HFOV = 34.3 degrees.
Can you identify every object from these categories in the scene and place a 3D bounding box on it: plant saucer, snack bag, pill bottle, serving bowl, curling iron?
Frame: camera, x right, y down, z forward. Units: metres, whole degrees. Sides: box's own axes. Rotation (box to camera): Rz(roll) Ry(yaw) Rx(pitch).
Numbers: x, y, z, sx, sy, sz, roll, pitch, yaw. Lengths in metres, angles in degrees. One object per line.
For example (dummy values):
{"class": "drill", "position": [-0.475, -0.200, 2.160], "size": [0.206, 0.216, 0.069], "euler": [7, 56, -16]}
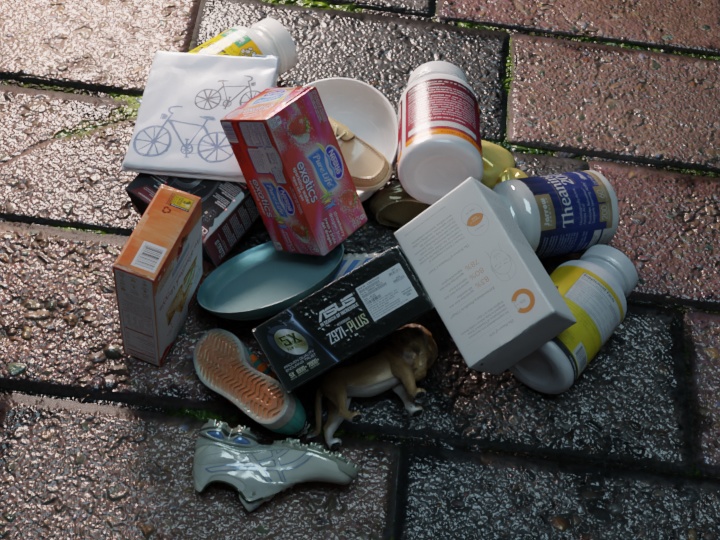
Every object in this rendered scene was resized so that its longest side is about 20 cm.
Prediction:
{"class": "plant saucer", "position": [-0.112, 0.011, 1.506], "size": [0.200, 0.027, 0.200], "euler": [-16, 24, 8]}
{"class": "snack bag", "position": [-0.214, -0.213, 1.578], "size": [0.188, 0.021, 0.201], "euler": [4, 65, 9]}
{"class": "pill bottle", "position": [0.276, 0.058, 1.521], "size": [0.112, 0.112, 0.200], "euler": [35, 59, 17]}
{"class": "pill bottle", "position": [0.106, -0.192, 1.578], "size": [0.113, 0.113, 0.200], "euler": [5, 45, -3]}
{"class": "pill bottle", "position": [0.237, -0.071, 1.566], "size": [0.199, 0.111, 0.111], "euler": [-9, 56, -26]}
{"class": "serving bowl", "position": [-0.036, -0.169, 1.654], "size": [0.199, 0.066, 0.201], "euler": [-5, 67, 11]}
{"class": "curling iron", "position": [-0.097, 0.082, 1.515], "size": [0.199, 0.026, 0.050], "euler": [15, 49, 6]}
{"class": "pill bottle", "position": [-0.192, -0.286, 1.703], "size": [0.200, 0.113, 0.113], "euler": [-37, 67, -27]}

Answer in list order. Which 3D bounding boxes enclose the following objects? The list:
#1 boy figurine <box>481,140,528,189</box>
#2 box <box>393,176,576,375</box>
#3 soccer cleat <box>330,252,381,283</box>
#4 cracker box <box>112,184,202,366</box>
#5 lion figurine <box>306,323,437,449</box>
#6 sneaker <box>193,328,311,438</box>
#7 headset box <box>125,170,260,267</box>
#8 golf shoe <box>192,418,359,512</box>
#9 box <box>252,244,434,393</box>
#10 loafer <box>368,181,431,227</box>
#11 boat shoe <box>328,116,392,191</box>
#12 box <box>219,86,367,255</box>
{"class": "boy figurine", "position": [0.174, -0.153, 1.682], "size": [0.200, 0.065, 0.124], "euler": [38, 35, 15]}
{"class": "box", "position": [0.151, 0.008, 1.425], "size": [0.124, 0.097, 0.200], "euler": [-36, 66, 17]}
{"class": "soccer cleat", "position": [0.000, 0.000, 1.555], "size": [0.200, 0.070, 0.086], "euler": [-24, 60, -21]}
{"class": "cracker box", "position": [-0.246, 0.010, 1.443], "size": [0.058, 0.200, 0.134], "euler": [20, 56, 6]}
{"class": "lion figurine", "position": [0.011, 0.138, 1.464], "size": [0.199, 0.073, 0.123], "euler": [-16, 49, -11]}
{"class": "sneaker", "position": [-0.135, 0.146, 1.446], "size": [0.071, 0.080, 0.200], "euler": [-47, 47, -5]}
{"class": "headset box", "position": [-0.205, -0.114, 1.582], "size": [0.149, 0.077, 0.200], "euler": [33, 73, 21]}
{"class": "golf shoe", "position": [-0.103, 0.243, 1.392], "size": [0.199, 0.078, 0.098], "euler": [11, 75, 5]}
{"class": "box", "position": [-0.018, 0.058, 1.412], "size": [0.200, 0.164, 0.086], "euler": [-30, 87, 1]}
{"class": "loafer", "position": [0.111, -0.074, 1.614], "size": [0.199, 0.076, 0.068], "euler": [4, 56, -6]}
{"class": "boat shoe", "position": [-0.050, -0.172, 1.584], "size": [0.200, 0.069, 0.074], "euler": [27, 77, 21]}
{"class": "box", "position": [-0.083, -0.127, 1.499], "size": [0.100, 0.200, 0.095], "euler": [8, 38, 47]}
